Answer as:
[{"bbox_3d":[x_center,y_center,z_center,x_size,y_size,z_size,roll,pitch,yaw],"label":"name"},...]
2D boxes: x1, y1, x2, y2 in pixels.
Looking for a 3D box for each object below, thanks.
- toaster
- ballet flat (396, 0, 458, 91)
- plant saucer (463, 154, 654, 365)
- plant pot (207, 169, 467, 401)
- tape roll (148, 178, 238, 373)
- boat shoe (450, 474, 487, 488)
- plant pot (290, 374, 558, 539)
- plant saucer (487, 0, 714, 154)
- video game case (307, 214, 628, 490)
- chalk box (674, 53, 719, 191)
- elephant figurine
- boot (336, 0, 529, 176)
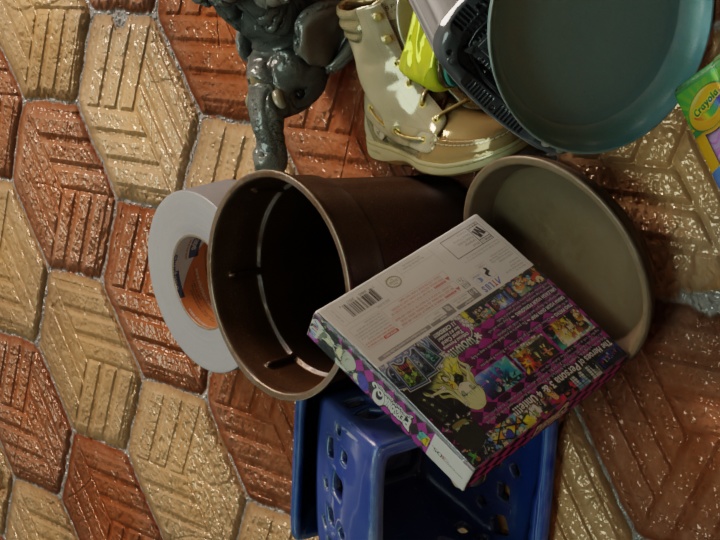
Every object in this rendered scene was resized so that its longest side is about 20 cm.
[{"bbox_3d":[0.114,-0.190,1.318,0.114,0.200,0.129,-46,34,15],"label":"toaster"},{"bbox_3d":[0.064,-0.248,1.403,0.067,0.067,0.201,18,107,37],"label":"ballet flat"},{"bbox_3d":[0.168,-0.009,1.425,0.200,0.029,0.201,32,139,32],"label":"plant saucer"},{"bbox_3d":[0.000,0.000,1.525,0.200,0.198,0.201,13,108,47],"label":"plant pot"},{"bbox_3d":[-0.146,0.006,1.836,0.200,0.066,0.201,24,121,47],"label":"tape roll"},{"bbox_3d":[0.103,0.104,1.422,0.200,0.062,0.073,-88,7,-54],"label":"boat shoe"},{"bbox_3d":[0.045,0.182,1.556,0.180,0.199,0.201,35,130,49],"label":"plant pot"},{"bbox_3d":[0.171,-0.185,1.246,0.027,0.200,0.201,29,126,57],"label":"plant saucer"},{"bbox_3d":[0.088,0.059,1.376,0.181,0.200,0.036,43,140,19],"label":"video game case"},{"bbox_3d":[0.309,-0.110,1.158,0.124,0.125,0.201,-36,74,51],"label":"chalk box"},{"bbox_3d":[-0.072,-0.215,1.614,0.200,0.155,0.142,61,-173,-27],"label":"elephant figurine"},{"bbox_3d":[0.058,-0.168,1.487,0.200,0.073,0.156,16,126,55],"label":"boot"}]
